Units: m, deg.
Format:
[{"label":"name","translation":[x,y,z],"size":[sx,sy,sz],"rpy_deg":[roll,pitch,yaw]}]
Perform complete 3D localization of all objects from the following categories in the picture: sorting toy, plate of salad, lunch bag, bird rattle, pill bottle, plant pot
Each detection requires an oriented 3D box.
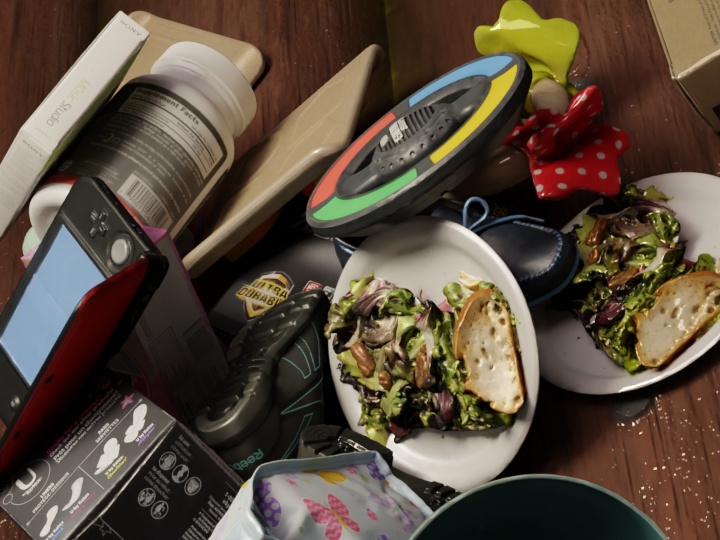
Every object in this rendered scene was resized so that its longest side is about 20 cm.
[{"label":"sorting toy","translation":[-0.201,-0.154,2.137],"size":[0.200,0.036,0.185],"rpy_deg":[24,70,45]},{"label":"plate of salad","translation":[0.197,0.002,1.636],"size":[0.200,0.048,0.201],"rpy_deg":[-23,42,22]},{"label":"lunch bag","translation":[-0.052,0.218,1.469],"size":[0.127,0.200,0.170],"rpy_deg":[46,111,26]},{"label":"plate of salad","translation":[0.043,0.062,1.614],"size":[0.200,0.048,0.201],"rpy_deg":[9,103,42]},{"label":"bird rattle","translation":[0.123,-0.102,1.736],"size":[0.163,0.113,0.200],"rpy_deg":[-27,37,16]},{"label":"pill bottle","translation":[-0.176,-0.089,1.875],"size":[0.116,0.116,0.200],"rpy_deg":[2,45,41]},{"label":"sorting toy","translation":[-0.058,-0.087,1.871],"size":[0.185,0.036,0.200],"rpy_deg":[-38,15,29]},{"label":"plant pot","translation":[0.100,0.229,1.410],"size":[0.200,0.200,0.135],"rpy_deg":[-48,1,-9]}]

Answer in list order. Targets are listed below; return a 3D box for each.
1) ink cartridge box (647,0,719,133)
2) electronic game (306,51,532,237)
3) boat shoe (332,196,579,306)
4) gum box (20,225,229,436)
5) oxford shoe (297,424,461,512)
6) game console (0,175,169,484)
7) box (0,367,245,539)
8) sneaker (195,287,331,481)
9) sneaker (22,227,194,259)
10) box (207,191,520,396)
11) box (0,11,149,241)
[{"label":"ink cartridge box","translation":[0.306,-0.223,1.739],"size":[0.164,0.075,0.200],"rpy_deg":[-29,40,18]},{"label":"electronic game","translation":[0.042,-0.093,1.659],"size":[0.200,0.042,0.200],"rpy_deg":[-34,18,13]},{"label":"boat shoe","translation":[0.062,-0.008,1.674],"size":[0.199,0.069,0.084],"rpy_deg":[-6,52,31]},{"label":"gum box","translation":[-0.172,0.060,1.776],"size":[0.113,0.200,0.066],"rpy_deg":[10,42,44]},{"label":"oxford shoe","translation":[0.030,0.188,1.590],"size":[0.200,0.073,0.085],"rpy_deg":[31,115,38]},{"label":"game console","translation":[-0.238,0.048,1.636],"size":[0.172,0.118,0.200],"rpy_deg":[48,116,35]},{"label":"box","translation":[-0.142,0.188,1.616],"size":[0.132,0.200,0.115],"rpy_deg":[-48,37,-10]},{"label":"sneaker","translation":[-0.062,0.089,1.686],"size":[0.075,0.079,0.200],"rpy_deg":[-23,23,33]},{"label":"sneaker","translation":[-0.251,-0.052,2.007],"size":[0.200,0.118,0.074],"rpy_deg":[-1,54,41]},{"label":"box","translation":[0.000,0.000,1.805],"size":[0.200,0.050,0.199],"rpy_deg":[20,68,48]},{"label":"box","translation":[-0.251,-0.115,1.863],"size":[0.145,0.036,0.200],"rpy_deg":[-55,6,-31]}]
